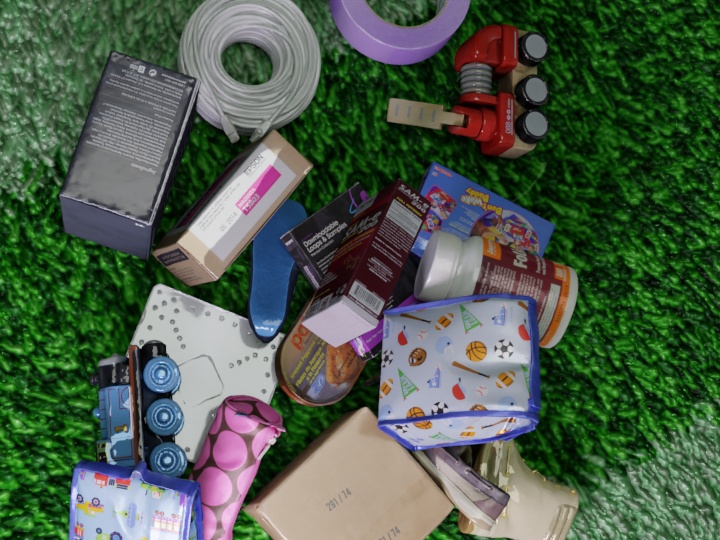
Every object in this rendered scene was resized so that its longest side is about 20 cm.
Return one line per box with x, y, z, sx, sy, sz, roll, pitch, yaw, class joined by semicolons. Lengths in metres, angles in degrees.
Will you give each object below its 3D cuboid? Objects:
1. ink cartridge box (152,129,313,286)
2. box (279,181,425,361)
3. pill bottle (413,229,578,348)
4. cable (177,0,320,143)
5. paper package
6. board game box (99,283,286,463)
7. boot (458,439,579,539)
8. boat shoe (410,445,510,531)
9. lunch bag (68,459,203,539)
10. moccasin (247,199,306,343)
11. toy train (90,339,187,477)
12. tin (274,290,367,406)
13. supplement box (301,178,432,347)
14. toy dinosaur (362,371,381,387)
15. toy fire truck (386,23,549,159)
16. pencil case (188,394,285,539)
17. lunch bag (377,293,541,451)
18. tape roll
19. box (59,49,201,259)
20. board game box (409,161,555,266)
-0.169;-0.078;1.649;0.075;0.165;0.200;43;72;-12;ink cartridge box
0.000;0.000;1.698;0.143;0.036;0.201;-36;95;-35;box
0.179;0.021;1.693;0.198;0.114;0.115;18;76;-8;pill bottle
-0.152;-0.286;1.749;0.199;0.069;0.201;-37;88;-18;cable
-0.015;0.309;1.643;0.200;0.103;0.191;-42;92;-18;paper package
-0.215;0.146;1.670;0.198;0.026;0.202;22;75;-7;board game box
0.224;0.272;1.722;0.154;0.073;0.202;16;73;-11;boot
0.121;0.253;1.666;0.065;0.072;0.200;-44;54;1;boat shoe
-0.269;0.312;1.513;0.149;0.202;0.094;11;32;9;lunch bag
-0.120;0.001;1.696;0.080;0.068;0.202;14;62;1;moccasin
-0.279;0.190;1.591;0.113;0.087;0.202;-5;80;-7;toy train
-0.039;0.090;1.700;0.112;0.042;0.201;40;65;-15;tin
0.009;-0.010;1.619;0.061;0.109;0.201;36;58;-16;supplement box
0.107;0.139;1.712;0.198;0.048;0.089;12;57;19;toy dinosaur
0.152;-0.256;1.798;0.198;0.128;0.178;7;77;-22;toy fire truck
-0.167;0.260;1.592;0.093;0.091;0.202;27;101;23;pencil case
0.134;0.128;1.598;0.198;0.124;0.172;-13;60;28;lunch bag
0.056;-0.402;1.821;0.198;0.066;0.203;2;79;-13;tape roll
-0.294;-0.142;1.618;0.123;0.200;0.199;17;75;-7;box
0.158;-0.046;1.783;0.199;0.045;0.135;27;74;-6;board game box
